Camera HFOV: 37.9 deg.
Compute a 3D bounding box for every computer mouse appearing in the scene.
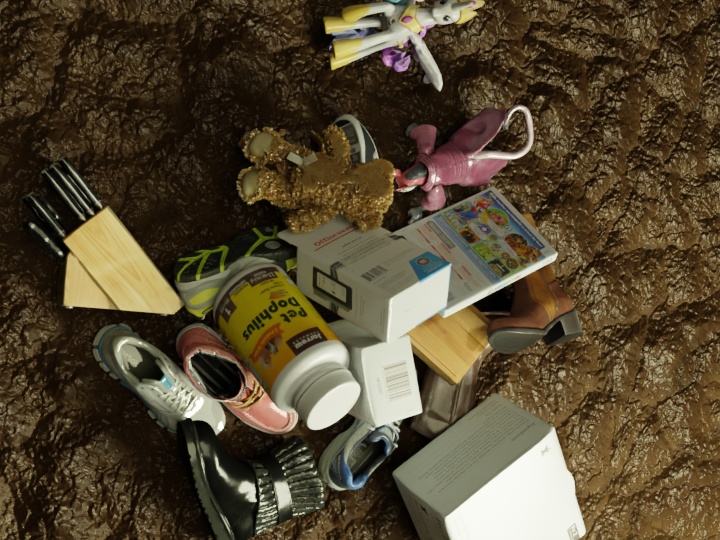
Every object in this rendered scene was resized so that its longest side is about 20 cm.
[{"bbox_3d":[0.006,-0.109,1.396,0.044,0.109,0.203,-7,86,-42],"label":"computer mouse"}]

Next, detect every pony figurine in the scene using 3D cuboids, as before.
[{"bbox_3d":[0.053,-0.316,1.372,0.197,0.193,0.169,-13,94,-4],"label":"pony figurine"}]

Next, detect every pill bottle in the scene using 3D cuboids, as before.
[{"bbox_3d":[-0.087,0.093,1.265,0.109,0.110,0.200,-30,59,-20],"label":"pill bottle"}]

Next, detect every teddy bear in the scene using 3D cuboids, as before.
[{"bbox_3d":[-0.058,-0.112,1.316,0.197,0.067,0.147,-3,68,-13],"label":"teddy bear"}]

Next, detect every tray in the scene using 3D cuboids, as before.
[{"bbox_3d":[0.083,0.052,1.427,0.200,0.037,0.099,41,76,0],"label":"tray"}]

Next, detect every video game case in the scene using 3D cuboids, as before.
[{"bbox_3d":[0.148,-0.029,1.414,0.198,0.018,0.143,-25,58,-26],"label":"video game case"}]

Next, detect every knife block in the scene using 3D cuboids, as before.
[{"bbox_3d":[-0.309,-0.041,1.267,0.198,0.064,0.178,6,89,-24],"label":"knife block"}]

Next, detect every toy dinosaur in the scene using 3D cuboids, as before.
[{"bbox_3d":[-0.077,-0.124,1.383,0.200,0.060,0.106,42,88,-20],"label":"toy dinosaur"}]

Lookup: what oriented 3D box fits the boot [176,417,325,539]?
[{"bbox_3d":[-0.138,0.247,1.327,0.156,0.079,0.213,-24,124,-16],"label":"boot"}]

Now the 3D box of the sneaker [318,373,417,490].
[{"bbox_3d":[0.027,0.213,1.412,0.077,0.085,0.201,36,77,-20],"label":"sneaker"}]

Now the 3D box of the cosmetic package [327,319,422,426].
[{"bbox_3d":[0.000,0.125,1.334,0.073,0.200,0.103,-13,97,-22],"label":"cosmetic package"}]

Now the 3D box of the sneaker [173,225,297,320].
[{"bbox_3d":[-0.145,0.000,1.348,0.198,0.075,0.077,-17,124,-23],"label":"sneaker"}]

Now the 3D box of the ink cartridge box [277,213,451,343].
[{"bbox_3d":[0.000,0.000,1.304,0.115,0.199,0.069,-27,133,-38],"label":"ink cartridge box"}]

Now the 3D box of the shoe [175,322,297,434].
[{"bbox_3d":[-0.151,0.151,1.317,0.071,0.091,0.200,-44,111,2],"label":"shoe"}]

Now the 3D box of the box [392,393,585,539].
[{"bbox_3d":[0.178,0.317,1.430,0.199,0.130,0.201,-33,121,-20],"label":"box"}]

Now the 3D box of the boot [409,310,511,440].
[{"bbox_3d":[0.168,0.153,1.484,0.184,0.064,0.203,10,84,-11],"label":"boot"}]

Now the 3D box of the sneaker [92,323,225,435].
[{"bbox_3d":[-0.242,0.145,1.291,0.200,0.086,0.075,41,73,-21],"label":"sneaker"}]

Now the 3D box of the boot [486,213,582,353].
[{"bbox_3d":[0.211,0.006,1.442,0.187,0.068,0.202,-7,68,-37],"label":"boot"}]

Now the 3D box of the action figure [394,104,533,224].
[{"bbox_3d":[0.126,-0.139,1.421,0.199,0.148,0.136,-25,107,-35],"label":"action figure"}]
